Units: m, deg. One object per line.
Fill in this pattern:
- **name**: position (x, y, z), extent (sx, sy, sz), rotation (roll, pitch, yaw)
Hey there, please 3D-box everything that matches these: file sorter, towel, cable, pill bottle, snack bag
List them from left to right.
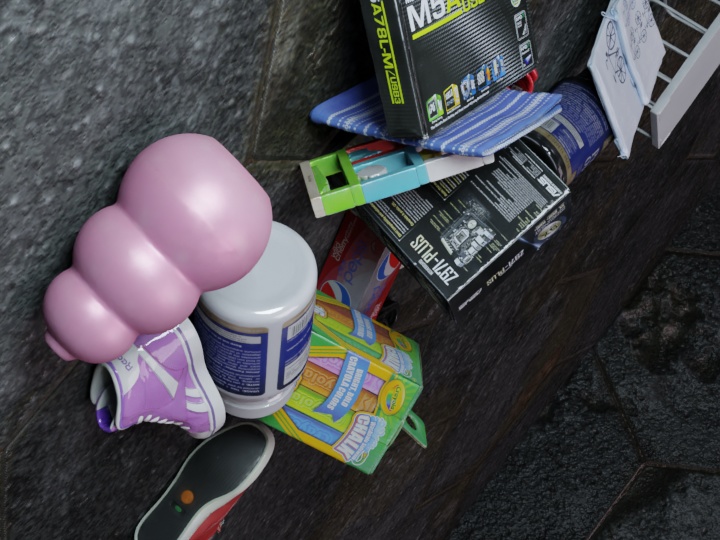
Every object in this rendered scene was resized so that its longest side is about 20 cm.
- **pill bottle**: position (-0.103, 0.053, 1.252), extent (0.116, 0.115, 0.201), rotation (-43, 159, -30)
- **cable**: position (0.007, 0.054, 1.679), extent (0.200, 0.050, 0.098), rotation (-39, 142, -69)
- **towel**: position (0.068, -0.151, 1.208), extent (0.144, 0.199, 0.024), rotation (-33, 128, -43)
- **pill bottle**: position (0.279, -0.192, 1.768), extent (0.200, 0.112, 0.112), rotation (-42, 158, -30)
- **snack bag**: position (0.357, -0.282, 1.745), extent (0.189, 0.021, 0.201), rotation (57, 47, -44)
- **file sorter**: position (0.452, -0.316, 1.953), extent (0.201, 0.124, 0.139), rotation (-53, 161, -4)

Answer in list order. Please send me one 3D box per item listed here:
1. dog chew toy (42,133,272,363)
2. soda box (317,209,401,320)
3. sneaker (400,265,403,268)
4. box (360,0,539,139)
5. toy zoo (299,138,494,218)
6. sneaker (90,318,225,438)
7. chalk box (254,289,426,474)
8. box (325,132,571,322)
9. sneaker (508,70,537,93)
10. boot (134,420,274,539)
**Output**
- **dog chew toy**: position (-0.163, -0.010, 1.007), extent (0.200, 0.125, 0.125), rotation (-44, 161, -3)
- **soda box**: position (0.000, 0.000, 1.494), extent (0.070, 0.063, 0.201), rotation (-24, 145, -53)
- **sneaker**: position (0.085, -0.080, 1.550), extent (0.201, 0.075, 0.084), rotation (-52, 166, 2)
- **box**: position (0.077, -0.240, 1.149), extent (0.200, 0.047, 0.195), rotation (-35, 122, -43)
- **toy zoo**: position (0.044, -0.105, 1.213), extent (0.198, 0.021, 0.131), rotation (-18, -159, -1)
- **sneaker**: position (-0.197, 0.119, 1.225), extent (0.114, 0.072, 0.201), rotation (-43, 148, -21)
- **chalk box**: position (-0.008, 0.127, 1.434), extent (0.125, 0.199, 0.125), rotation (-60, -169, 17)
- **box**: position (0.087, -0.080, 1.311), extent (0.164, 0.200, 0.086), rotation (-41, 161, -4)
- **sneaker**: position (0.132, -0.197, 1.392), extent (0.079, 0.115, 0.200), rotation (-54, 160, 4)
- **boot**: position (-0.167, 0.260, 1.536), extent (0.200, 0.072, 0.144), rotation (-46, 162, 0)
